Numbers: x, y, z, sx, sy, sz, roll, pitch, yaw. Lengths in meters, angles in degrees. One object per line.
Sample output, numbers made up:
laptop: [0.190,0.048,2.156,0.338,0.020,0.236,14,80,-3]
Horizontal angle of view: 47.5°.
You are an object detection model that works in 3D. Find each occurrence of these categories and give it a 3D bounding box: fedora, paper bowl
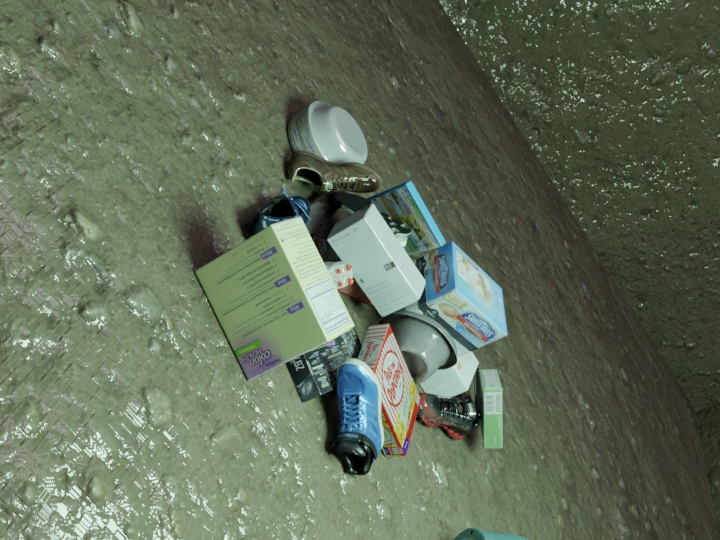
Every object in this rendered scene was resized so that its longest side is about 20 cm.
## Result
fedora: [0.101,0.168,1.653,0.177,0.199,0.091,44,58,-14]
paper bowl: [-0.060,-0.281,1.816,0.200,0.104,0.202,42,33,-35]

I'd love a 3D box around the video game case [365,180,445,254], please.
video game case: [0.082,-0.099,1.687,0.018,0.199,0.144,-35,100,-27]

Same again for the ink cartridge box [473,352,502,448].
ink cartridge box: [0.287,0.288,1.848,0.200,0.047,0.147,-80,166,-71]

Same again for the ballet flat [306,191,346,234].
ballet flat: [-0.086,-0.128,1.710,0.200,0.046,0.068,-52,134,-54]

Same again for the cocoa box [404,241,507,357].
cocoa box: [0.200,0.063,1.718,0.200,0.131,0.134,39,37,-35]

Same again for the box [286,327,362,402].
box: [-0.068,0.139,1.498,0.199,0.043,0.162,-13,77,-62]

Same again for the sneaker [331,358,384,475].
sneaker: [-0.009,0.260,1.417,0.111,0.076,0.202,-58,144,-59]

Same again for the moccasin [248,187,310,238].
moccasin: [-0.140,-0.106,1.535,0.080,0.069,0.200,20,28,8]

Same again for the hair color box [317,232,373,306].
hair color box: [0.000,0.000,1.715,0.199,0.064,0.112,27,44,-50]

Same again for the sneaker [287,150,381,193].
sneaker: [-0.056,-0.187,1.708,0.198,0.071,0.076,13,48,-3]

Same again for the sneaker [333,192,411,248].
sneaker: [0.010,-0.088,1.687,0.200,0.089,0.074,38,35,30]

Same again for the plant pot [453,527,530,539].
plant pot: [0.259,0.582,1.532,0.187,0.200,0.201,31,38,-20]

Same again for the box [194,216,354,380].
box: [-0.138,0.045,1.320,0.202,0.175,0.096,63,28,2]

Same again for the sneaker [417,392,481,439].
sneaker: [0.189,0.299,1.739,0.200,0.097,0.071,33,41,-41]

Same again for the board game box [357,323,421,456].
board game box: [0.050,0.227,1.552,0.152,0.046,0.201,-68,141,-50]

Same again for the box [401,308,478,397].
box: [0.161,0.169,1.804,0.201,0.097,0.124,58,29,-10]

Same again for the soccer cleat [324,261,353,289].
soccer cleat: [-0.100,0.019,1.537,0.199,0.077,0.070,-9,99,-42]

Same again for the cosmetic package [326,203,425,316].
cosmetic package: [0.033,-0.019,1.614,0.201,0.101,0.074,53,31,-17]
